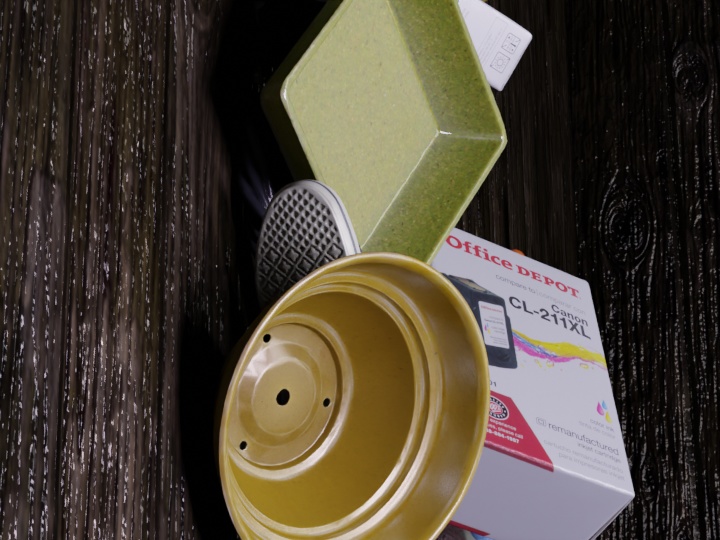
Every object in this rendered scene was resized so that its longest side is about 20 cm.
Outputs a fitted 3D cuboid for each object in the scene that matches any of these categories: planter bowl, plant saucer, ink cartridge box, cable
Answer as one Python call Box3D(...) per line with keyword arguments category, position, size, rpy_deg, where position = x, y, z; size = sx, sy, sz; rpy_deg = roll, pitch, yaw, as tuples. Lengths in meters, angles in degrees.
Box3D(category="planter bowl", position=(-0.025, 0.082, 1.430), size=(0.200, 0.083, 0.201), rpy_deg=(-9, 104, -38))
Box3D(category="plant saucer", position=(0.008, -0.100, 1.572), size=(0.200, 0.048, 0.200), rpy_deg=(-57, 137, -38))
Box3D(category="ink cartridge box", position=(0.088, 0.077, 1.620), size=(0.083, 0.145, 0.200), rpy_deg=(-50, -149, 34))
Box3D(category="ink cartridge box", position=(0.014, -0.201, 1.698), size=(0.050, 0.200, 0.109), rpy_deg=(-60, -146, 4))
Box3D(category="cable", position=(-0.038, -0.013, 1.605), size=(0.163, 0.051, 0.201), rpy_deg=(-70, 153, -67))

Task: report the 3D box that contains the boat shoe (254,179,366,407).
Box3D(category="boat shoe", position=(-0.015, 0.030, 1.513), size=(0.062, 0.074, 0.200), rpy_deg=(-53, 136, -51))

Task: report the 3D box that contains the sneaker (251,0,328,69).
Box3D(category="sneaker", position=(-0.042, -0.203, 1.606), size=(0.200, 0.074, 0.089), rpy_deg=(68, 21, -59))

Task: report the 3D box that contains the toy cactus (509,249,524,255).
Box3D(category="toy cactus", position=(0.093, 0.043, 1.951), size=(0.102, 0.200, 0.165), rpy_deg=(-49, 131, -11))

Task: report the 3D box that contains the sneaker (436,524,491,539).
Box3D(category="sneaker", position=(0.084, 0.182, 1.686), size=(0.111, 0.077, 0.200), rpy_deg=(-24, 99, -49))

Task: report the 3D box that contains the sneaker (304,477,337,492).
Box3D(category="sneaker", position=(-0.017, 0.184, 1.562), size=(0.087, 0.080, 0.200), rpy_deg=(-66, 149, -13))
